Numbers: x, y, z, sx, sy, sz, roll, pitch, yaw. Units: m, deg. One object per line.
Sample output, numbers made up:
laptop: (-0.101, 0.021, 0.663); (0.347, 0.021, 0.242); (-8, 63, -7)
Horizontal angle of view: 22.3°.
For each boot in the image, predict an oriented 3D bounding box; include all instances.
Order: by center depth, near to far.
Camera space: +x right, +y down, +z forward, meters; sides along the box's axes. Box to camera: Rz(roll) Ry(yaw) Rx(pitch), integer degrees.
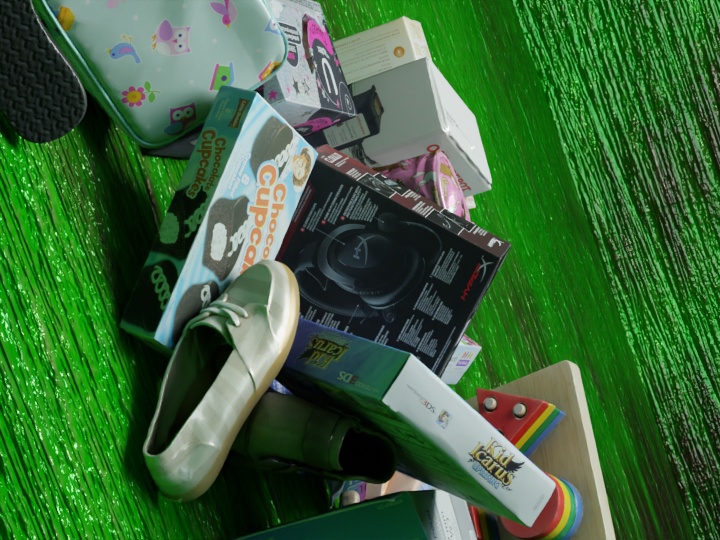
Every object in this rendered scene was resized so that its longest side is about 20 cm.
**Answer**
boot: (-0.039, 0.132, 1.398); (0.200, 0.146, 0.070); (21, 81, -63)

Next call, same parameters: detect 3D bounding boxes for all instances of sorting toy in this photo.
sorting toy: (0.137, 0.208, 1.845); (0.070, 0.199, 0.200); (29, 44, -49)

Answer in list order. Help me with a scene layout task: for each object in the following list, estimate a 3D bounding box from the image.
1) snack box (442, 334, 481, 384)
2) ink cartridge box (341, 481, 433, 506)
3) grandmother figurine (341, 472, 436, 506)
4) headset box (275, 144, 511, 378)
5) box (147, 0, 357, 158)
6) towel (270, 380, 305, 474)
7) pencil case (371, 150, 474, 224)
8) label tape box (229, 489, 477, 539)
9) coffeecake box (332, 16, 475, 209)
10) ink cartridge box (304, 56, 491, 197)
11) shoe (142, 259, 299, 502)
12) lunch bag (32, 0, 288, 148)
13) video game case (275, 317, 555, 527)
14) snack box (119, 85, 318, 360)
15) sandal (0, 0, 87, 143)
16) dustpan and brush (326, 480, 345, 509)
snack box: (0.027, 0.049, 1.766); (0.142, 0.053, 0.200); (37, 8, 18)
ink cartridge box: (0.043, 0.198, 1.752); (0.200, 0.076, 0.137); (-88, 155, -53)
grandmother figurine: (0.021, 0.207, 1.597); (0.061, 0.121, 0.200); (26, 68, -25)
headset box: (0.000, 0.000, 1.503); (0.200, 0.149, 0.077); (28, 14, 7)
box: (-0.101, -0.165, 1.547); (0.200, 0.132, 0.115); (-6, 77, -74)
towel: (-0.089, 0.070, 1.538); (0.200, 0.024, 0.145); (51, 25, -51)
pencil case: (-0.002, -0.041, 1.622); (0.083, 0.200, 0.087); (-78, 147, -61)
label tape box: (-0.002, 0.220, 1.447); (0.200, 0.143, 0.066); (13, 60, -72)
coffeecake box: (0.012, -0.135, 1.853); (0.073, 0.153, 0.200); (-6, 79, -73)
ink cartridge box: (0.005, -0.107, 1.716); (0.145, 0.200, 0.084); (41, 34, -61)
shoe: (-0.101, 0.069, 1.317); (0.053, 0.070, 0.200); (51, 52, -42)
lunch bag: (-0.160, -0.199, 1.356); (0.200, 0.160, 0.077); (59, -5, -36)
video game case: (0.026, 0.108, 1.389); (0.181, 0.200, 0.045); (41, 75, -33)
snack box: (-0.104, -0.026, 1.384); (0.116, 0.037, 0.200); (42, 67, -60)
sandal: (-0.248, -0.174, 1.214); (0.048, 0.075, 0.201); (52, -15, 53)
dustpan and brush: (-0.013, 0.102, 1.586); (0.140, 0.057, 0.200); (99, -17, -81)
